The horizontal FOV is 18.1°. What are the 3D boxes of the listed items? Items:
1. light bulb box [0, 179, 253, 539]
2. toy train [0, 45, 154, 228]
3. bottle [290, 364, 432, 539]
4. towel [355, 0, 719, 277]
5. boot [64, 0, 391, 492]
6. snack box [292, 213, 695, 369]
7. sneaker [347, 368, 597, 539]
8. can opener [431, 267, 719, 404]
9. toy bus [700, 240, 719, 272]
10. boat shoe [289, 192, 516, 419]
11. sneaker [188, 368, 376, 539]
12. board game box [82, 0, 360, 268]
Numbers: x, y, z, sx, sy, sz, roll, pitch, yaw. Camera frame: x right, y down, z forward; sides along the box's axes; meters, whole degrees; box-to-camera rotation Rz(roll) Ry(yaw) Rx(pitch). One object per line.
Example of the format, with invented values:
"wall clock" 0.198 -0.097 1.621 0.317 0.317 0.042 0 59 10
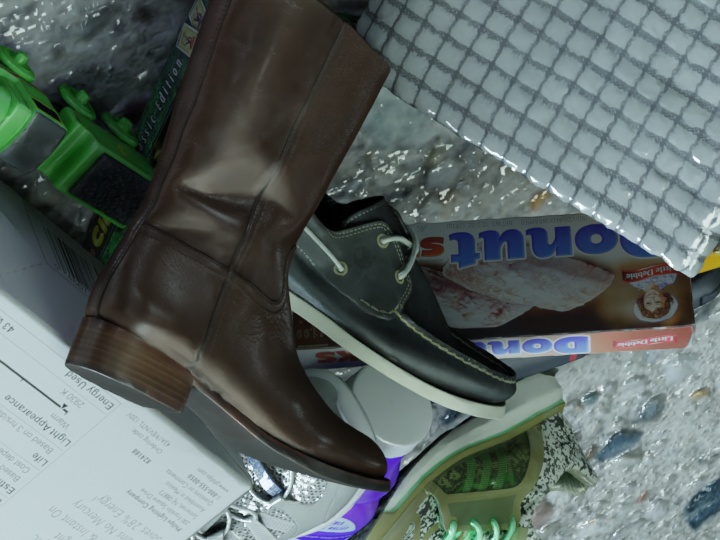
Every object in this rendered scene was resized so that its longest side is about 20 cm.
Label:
"light bulb box" -0.195 0.077 1.034 0.200 0.125 0.198 -39 133 8
"toy train" -0.161 -0.075 0.985 0.042 0.056 0.200 -45 138 11
"bottle" -0.033 0.111 1.183 0.083 0.065 0.200 11 146 -29
"towel" 0.116 -0.118 1.025 0.166 0.200 0.086 -60 175 14
"boot" -0.022 -0.017 0.996 0.186 0.064 0.200 31 75 -40
"snack box" 0.065 0.009 1.138 0.199 0.072 0.024 -3 147 5
"sneaker" 0.064 0.132 1.249 0.200 0.089 0.077 -35 172 -35
"can opener" 0.110 0.030 1.256 0.200 0.063 0.079 -21 137 -16
"toy bus" 0.136 -0.073 1.158 0.065 0.078 0.200 -18 141 15
"boat shoe" 0.000 0.000 1.065 0.200 0.072 0.068 37 99 -12
"sneaker" -0.071 0.117 1.105 0.200 0.075 0.082 -37 175 36
"board game box" -0.069 -0.042 1.101 0.105 0.023 0.200 6 125 -38
